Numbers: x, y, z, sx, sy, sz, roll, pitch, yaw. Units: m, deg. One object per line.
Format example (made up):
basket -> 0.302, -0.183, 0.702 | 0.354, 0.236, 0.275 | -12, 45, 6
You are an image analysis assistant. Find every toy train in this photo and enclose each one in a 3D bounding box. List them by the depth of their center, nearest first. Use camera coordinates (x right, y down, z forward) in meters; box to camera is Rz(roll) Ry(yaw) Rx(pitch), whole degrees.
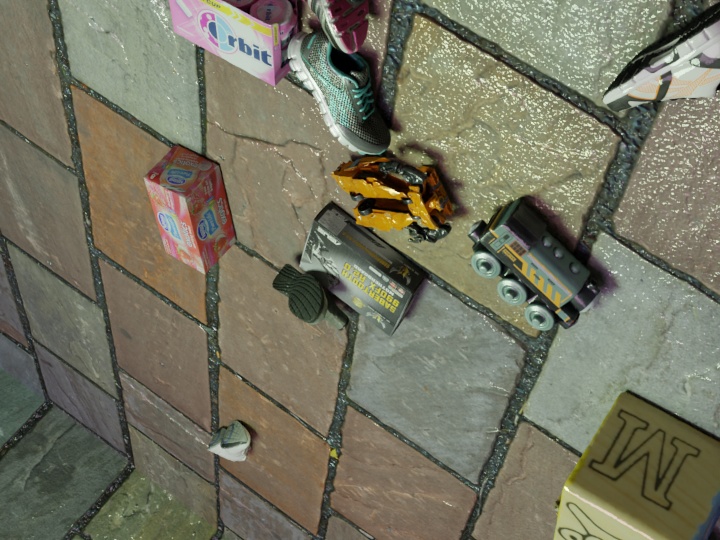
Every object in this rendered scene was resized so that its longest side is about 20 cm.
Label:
toy train -> 0.238, -0.005, 1.639 | 0.200, 0.085, 0.114 | 44, 141, -4

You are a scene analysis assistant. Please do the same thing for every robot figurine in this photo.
robot figurine -> 0.052, -0.109, 1.736 | 0.198, 0.058, 0.146 | 8, 137, 45

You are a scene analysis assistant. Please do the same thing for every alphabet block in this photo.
alphabet block -> 0.418, 0.339, 1.757 | 0.198, 0.197, 0.197 | 28, 147, 22

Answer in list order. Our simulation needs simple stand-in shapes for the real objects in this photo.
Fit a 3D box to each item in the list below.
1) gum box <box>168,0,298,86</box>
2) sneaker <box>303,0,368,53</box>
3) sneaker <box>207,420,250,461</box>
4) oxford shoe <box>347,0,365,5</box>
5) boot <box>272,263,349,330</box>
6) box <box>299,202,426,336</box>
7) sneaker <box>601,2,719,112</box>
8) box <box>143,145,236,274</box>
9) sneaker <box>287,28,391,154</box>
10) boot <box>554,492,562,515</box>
gum box -> -0.173, -0.352, 1.670 | 0.198, 0.066, 0.114 | 30, 150, 19
sneaker -> -0.059, -0.367, 1.516 | 0.087, 0.074, 0.202 | -1, 125, 49
sneaker -> -0.291, 0.408, 2.822 | 0.087, 0.075, 0.200 | 35, 159, -13
oxford shoe -> -0.029, -0.415, 1.435 | 0.084, 0.072, 0.202 | 34, 152, 45
boot -> -0.064, 0.060, 2.031 | 0.130, 0.068, 0.200 | 36, -177, -27
box -> 0.000, 0.000, 1.949 | 0.199, 0.048, 0.159 | 38, 150, 7
sneaker -> 0.335, -0.204, 1.266 | 0.080, 0.074, 0.199 | 45, 151, -11
box -> -0.299, -0.106, 2.113 | 0.102, 0.095, 0.202 | 27, 147, 24
sneaker -> -0.015, -0.244, 1.626 | 0.091, 0.078, 0.201 | -14, 121, 51
boot -> 0.393, 0.436, 2.029 | 0.154, 0.073, 0.201 | 33, 145, 6
